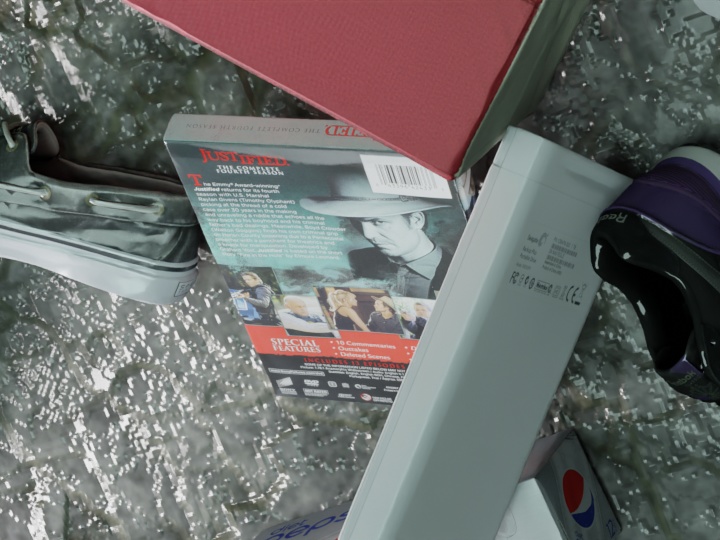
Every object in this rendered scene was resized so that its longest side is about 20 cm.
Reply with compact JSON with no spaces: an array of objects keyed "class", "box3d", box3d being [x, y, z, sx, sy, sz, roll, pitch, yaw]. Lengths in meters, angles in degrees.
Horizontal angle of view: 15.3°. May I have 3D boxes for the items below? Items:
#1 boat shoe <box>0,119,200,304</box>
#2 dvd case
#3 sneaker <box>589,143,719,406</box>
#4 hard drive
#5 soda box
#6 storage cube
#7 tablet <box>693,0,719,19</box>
[{"class":"boat shoe","box3d":[-0.172,-0.045,1.390,0.199,0.072,0.071,16,107,5]},{"class":"dvd case","box3d":[0.000,0.000,1.299,0.145,0.022,0.200,3,143,22]},{"class":"sneaker","box3d":[0.178,0.045,1.250,0.200,0.087,0.076,52,145,1]},{"class":"hard drive","box3d":[0.062,0.040,1.241,0.027,0.132,0.201,23,93,26]},{"class":"soda box","box3d":[0.028,0.147,1.373,0.199,0.068,0.064,-21,101,28]},{"class":"storage cube","box3d":[0.019,-0.168,1.181,0.179,0.200,0.172,29,108,8]},{"class":"tablet","box3d":[0.259,-0.136,1.200,0.199,0.014,0.131,26,118,12]}]
